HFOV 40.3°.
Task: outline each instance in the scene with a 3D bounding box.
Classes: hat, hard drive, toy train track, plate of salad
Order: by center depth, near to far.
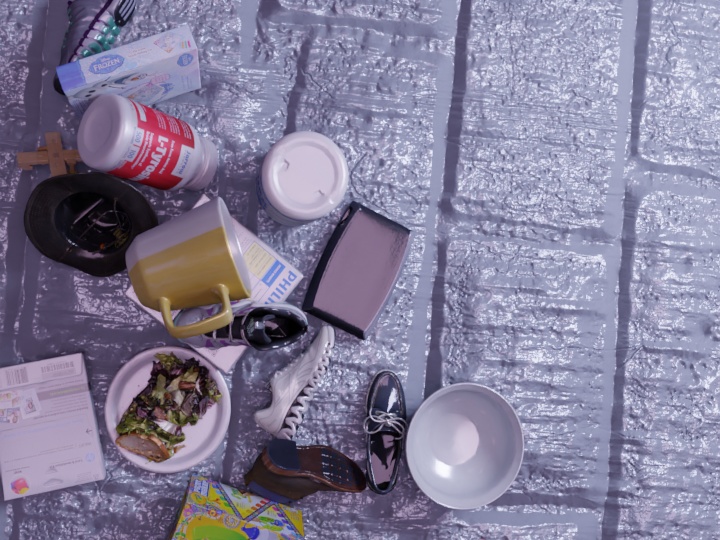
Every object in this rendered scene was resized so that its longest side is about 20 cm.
[{"bbox_3d":[-0.410,-0.090,1.509,0.198,0.081,0.202,-5,129,-6],"label":"hat"},{"bbox_3d":[-0.432,-0.171,1.536,0.198,0.033,0.115,-7,48,-19],"label":"toy train track"},{"bbox_3d":[-0.305,0.221,1.552,0.198,0.048,0.202,0,89,-9],"label":"plate of salad"},{"bbox_3d":[0.000,0.000,1.610,0.134,0.042,0.201,26,85,-8],"label":"hard drive"}]

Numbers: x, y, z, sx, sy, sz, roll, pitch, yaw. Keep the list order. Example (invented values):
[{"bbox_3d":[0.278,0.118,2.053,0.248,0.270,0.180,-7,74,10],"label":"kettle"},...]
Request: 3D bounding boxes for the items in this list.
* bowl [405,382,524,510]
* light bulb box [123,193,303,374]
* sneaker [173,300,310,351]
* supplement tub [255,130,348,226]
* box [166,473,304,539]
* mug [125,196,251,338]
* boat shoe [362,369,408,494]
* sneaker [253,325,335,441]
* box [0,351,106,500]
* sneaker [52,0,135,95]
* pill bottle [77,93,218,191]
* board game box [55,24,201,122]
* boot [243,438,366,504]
[{"bbox_3d":[0.160,0.281,1.609,0.199,0.090,0.203,0,89,-10],"label":"bowl"},{"bbox_3d":[-0.229,0.022,1.529,0.200,0.125,0.199,39,83,-8],"label":"light bulb box"},{"bbox_3d":[-0.168,0.078,1.404,0.198,0.140,0.079,-4,92,-11],"label":"sneaker"},{"bbox_3d":[-0.094,-0.137,1.517,0.130,0.200,0.133,0,88,-10],"label":"supplement tub"},{"bbox_3d":[-0.210,0.454,1.514,0.191,0.122,0.202,20,96,-8],"label":"box"},{"bbox_3d":[-0.247,-0.006,1.380,0.152,0.187,0.151,-17,108,-1],"label":"mug"},{"bbox_3d":[0.039,0.262,1.599,0.074,0.062,0.202,9,82,-3],"label":"boat shoe"},{"bbox_3d":[-0.103,0.174,1.579,0.081,0.075,0.201,27,84,1],"label":"sneaker"},{"bbox_3d":[-0.490,0.239,1.524,0.154,0.041,0.202,-11,90,-9],"label":"box"},{"bbox_3d":[-0.437,-0.370,1.538,0.087,0.074,0.201,28,77,8],"label":"sneaker"},{"bbox_3d":[-0.316,-0.185,1.483,0.199,0.112,0.113,16,85,-50],"label":"pill bottle"},{"bbox_3d":[-0.342,-0.289,1.476,0.197,0.200,0.044,-20,87,-10],"label":"board game box"},{"bbox_3d":[-0.091,0.333,1.587,0.199,0.075,0.097,24,129,-29],"label":"boot"}]
